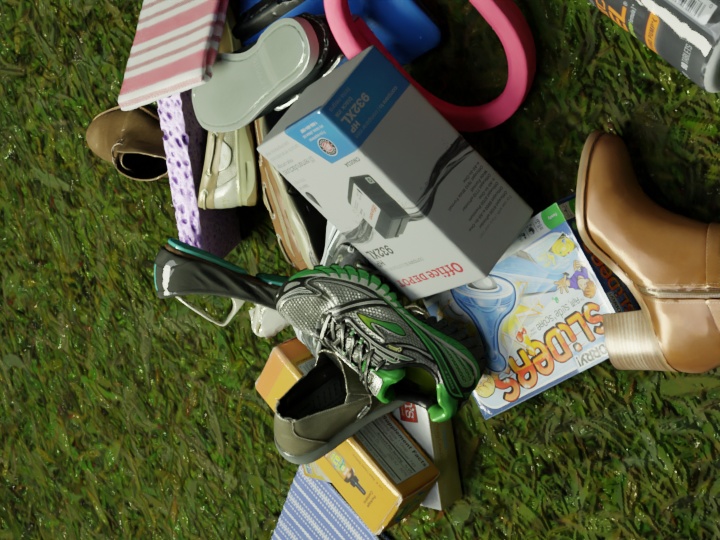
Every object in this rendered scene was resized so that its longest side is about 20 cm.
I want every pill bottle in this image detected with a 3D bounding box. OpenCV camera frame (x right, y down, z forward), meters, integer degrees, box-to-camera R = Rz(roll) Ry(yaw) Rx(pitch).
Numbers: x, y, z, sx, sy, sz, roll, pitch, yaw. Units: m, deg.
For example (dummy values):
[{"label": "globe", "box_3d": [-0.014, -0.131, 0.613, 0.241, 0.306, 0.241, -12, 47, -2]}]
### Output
[{"label": "pill bottle", "box_3d": [0.211, -0.226, 1.049, 0.200, 0.106, 0.107, 44, 133, 25]}]

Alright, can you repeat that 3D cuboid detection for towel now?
[{"label": "towel", "box_3d": [-0.040, 0.318, 1.619, 0.145, 0.024, 0.201, 43, 132, 27]}, {"label": "towel", "box_3d": [-0.164, -0.254, 1.399, 0.146, 0.030, 0.202, -8, 64, 51]}]

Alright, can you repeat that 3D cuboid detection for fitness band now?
[{"label": "fitness band", "box_3d": [0.059, -0.203, 1.223, 0.200, 0.038, 0.143, 47, 127, -9]}]

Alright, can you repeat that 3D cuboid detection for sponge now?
[{"label": "sponge", "box_3d": [-0.163, -0.104, 1.490, 0.029, 0.112, 0.203, -2, 109, 16]}]

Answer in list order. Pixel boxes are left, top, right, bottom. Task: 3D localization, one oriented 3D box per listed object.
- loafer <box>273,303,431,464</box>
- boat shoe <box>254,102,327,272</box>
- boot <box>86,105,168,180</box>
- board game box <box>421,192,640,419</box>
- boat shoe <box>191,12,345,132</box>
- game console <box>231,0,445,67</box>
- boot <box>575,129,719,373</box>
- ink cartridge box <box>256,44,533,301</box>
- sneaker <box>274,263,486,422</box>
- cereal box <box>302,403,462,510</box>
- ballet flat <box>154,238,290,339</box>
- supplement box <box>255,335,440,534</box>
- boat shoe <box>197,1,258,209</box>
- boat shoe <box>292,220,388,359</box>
[{"label": "loafer", "box_3d": [-0.001, 0.099, 1.354, 0.075, 0.200, 0.070, 41, 166, 35]}, {"label": "boat shoe", "box_3d": [-0.069, -0.084, 1.429, 0.073, 0.075, 0.202, -7, 101, 50]}, {"label": "boot", "box_3d": [-0.251, -0.137, 1.593, 0.199, 0.075, 0.075, 14, 119, 43]}, {"label": "board game box", "box_3d": [0.149, 0.036, 1.281, 0.200, 0.034, 0.136, -36, 81, 48]}, {"label": "boat shoe", "box_3d": [-0.084, -0.179, 1.334, 0.199, 0.060, 0.077, -14, 92, 50]}, {"label": "game console", "box_3d": [-0.021, -0.269, 1.337, 0.171, 0.119, 0.199, 43, 143, -21]}, {"label": "boot", "box_3d": [0.256, -0.023, 1.130, 0.153, 0.073, 0.203, -10, 95, 38]}, {"label": "ink cartridge box", "box_3d": [0.028, -0.077, 1.245, 0.200, 0.084, 0.145, 44, 156, -13]}, {"label": "sneaker", "box_3d": [0.013, 0.063, 1.288, 0.198, 0.086, 0.078, 25, 134, 5]}, {"label": "cereal box", "box_3d": [0.010, 0.154, 1.475, 0.199, 0.039, 0.146, 5, 111, 45]}, {"label": "ballet flat", "box_3d": [-0.113, 0.025, 1.451, 0.068, 0.198, 0.069, -135, 62, -76]}, {"label": "supplement box", "box_3d": [-0.014, 0.156, 1.423, 0.200, 0.068, 0.067, 50, 135, 21]}, {"label": "boat shoe", "box_3d": [-0.138, -0.163, 1.437, 0.073, 0.062, 0.204, -133, 38, -86]}, {"label": "boat shoe", "box_3d": [0.000, 0.000, 1.371, 0.071, 0.071, 0.202, 52, 129, 44]}]
